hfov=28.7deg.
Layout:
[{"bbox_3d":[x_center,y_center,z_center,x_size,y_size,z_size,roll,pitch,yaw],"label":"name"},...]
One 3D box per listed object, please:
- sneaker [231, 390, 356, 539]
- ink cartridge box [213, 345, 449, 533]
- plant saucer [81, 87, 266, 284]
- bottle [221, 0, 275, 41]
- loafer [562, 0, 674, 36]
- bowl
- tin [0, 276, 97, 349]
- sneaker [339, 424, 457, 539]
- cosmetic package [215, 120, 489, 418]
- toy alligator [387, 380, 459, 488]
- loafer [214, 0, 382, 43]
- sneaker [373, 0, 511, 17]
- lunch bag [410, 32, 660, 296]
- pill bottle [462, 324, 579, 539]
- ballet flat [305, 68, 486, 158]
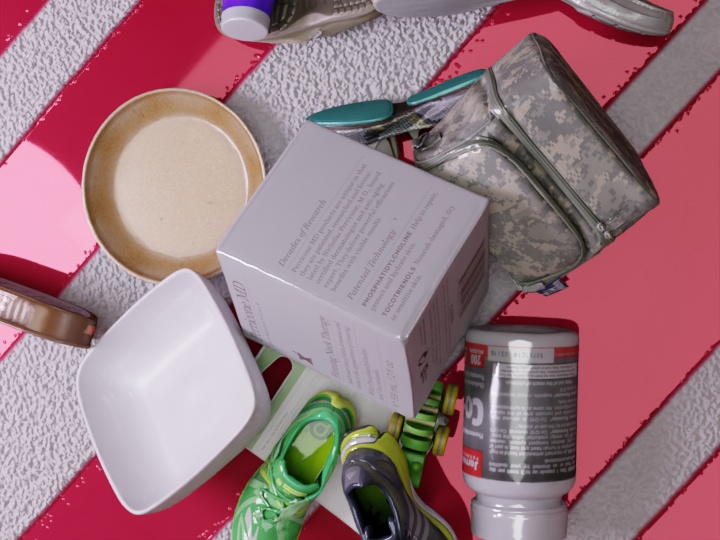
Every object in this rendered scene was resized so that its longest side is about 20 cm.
[{"bbox_3d":[-0.074,0.209,1.381,0.073,0.084,0.202,28,98,5],"label":"sneaker"},{"bbox_3d":[-0.030,0.155,1.437,0.199,0.048,0.146,35,97,6],"label":"ink cartridge box"},{"bbox_3d":[-0.190,-0.086,1.458,0.197,0.035,0.204,0,92,10],"label":"plant saucer"},{"bbox_3d":[-0.104,-0.326,1.377,0.082,0.065,0.203,-1,73,19],"label":"bottle"},{"bbox_3d":[0.219,-0.289,1.369,0.198,0.070,0.071,27,105,7],"label":"loafer"},{"bbox_3d":[-0.181,0.125,1.414,0.199,0.074,0.201,-41,59,18],"label":"bowl"},{"bbox_3d":[-0.366,0.032,1.454,0.197,0.112,0.042,20,85,7],"label":"tin"},{"bbox_3d":[0.033,0.250,1.346,0.073,0.081,0.201,-25,110,24],"label":"sneaker"},{"bbox_3d":[0.000,0.000,1.323,0.198,0.168,0.167,24,65,19],"label":"cosmetic package"},{"bbox_3d":[0.054,0.170,1.377,0.058,0.054,0.203,13,94,6],"label":"toy alligator"},{"bbox_3d":[-0.055,-0.263,1.415,0.197,0.068,0.077,0,81,25],"label":"loafer"},{"bbox_3d":[0.102,-0.313,1.337,0.197,0.074,0.117,-10,81,3],"label":"sneaker"},{"bbox_3d":[0.164,-0.093,1.335,0.167,0.140,0.200,-37,111,18],"label":"lunch bag"},{"bbox_3d":[0.156,0.158,1.374,0.112,0.114,0.203,1,92,9],"label":"pill bottle"},{"bbox_3d":[0.043,-0.144,1.407,0.197,0.072,0.073,-13,90,10],"label":"ballet flat"}]
